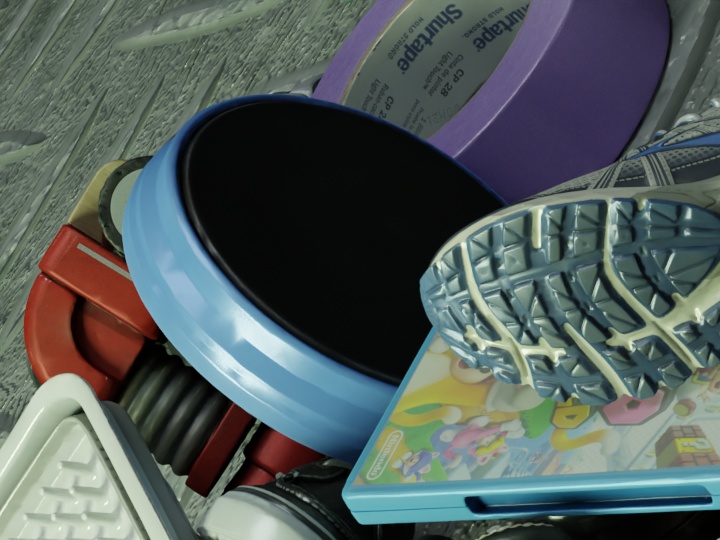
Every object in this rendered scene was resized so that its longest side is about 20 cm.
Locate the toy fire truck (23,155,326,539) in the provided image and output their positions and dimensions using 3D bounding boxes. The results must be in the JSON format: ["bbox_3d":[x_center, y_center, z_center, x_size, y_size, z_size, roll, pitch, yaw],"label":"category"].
[{"bbox_3d":[-0.083,0.072,1.089,0.201,0.175,0.129,-59,-1,-4],"label":"toy fire truck"}]

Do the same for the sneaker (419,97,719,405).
[{"bbox_3d":[0.118,-0.016,0.810,0.199,0.077,0.085,-15,22,14],"label":"sneaker"}]

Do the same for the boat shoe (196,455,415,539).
[{"bbox_3d":[-0.015,0.102,0.956,0.071,0.072,0.200,-50,-7,-7],"label":"boat shoe"}]

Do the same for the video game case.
[{"bbox_3d":[0.102,0.029,0.833,0.199,0.018,0.143,-7,37,37],"label":"video game case"}]

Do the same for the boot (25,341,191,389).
[{"bbox_3d":[-0.098,0.036,1.273,0.165,0.066,0.200,-51,30,3],"label":"boot"}]

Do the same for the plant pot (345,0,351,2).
[{"bbox_3d":[0.023,-0.270,1.287,0.200,0.161,0.201,-37,9,7],"label":"plant pot"}]

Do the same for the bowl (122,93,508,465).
[{"bbox_3d":[0.000,0.000,0.999,0.039,0.200,0.201,-58,19,33],"label":"bowl"}]

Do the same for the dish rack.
[{"bbox_3d":[-0.120,0.162,0.960,0.201,0.043,0.172,-56,44,24],"label":"dish rack"}]

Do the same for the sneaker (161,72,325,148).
[{"bbox_3d":[-0.071,-0.048,1.242,0.087,0.075,0.200,-14,7,28],"label":"sneaker"}]

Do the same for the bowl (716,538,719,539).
[{"bbox_3d":[0.098,0.196,0.731,0.200,0.075,0.200,-36,30,27],"label":"bowl"}]

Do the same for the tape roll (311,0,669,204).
[{"bbox_3d":[0.056,-0.087,1.177,0.200,0.066,0.201,-39,28,25],"label":"tape roll"}]

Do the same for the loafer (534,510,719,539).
[{"bbox_3d":[0.144,0.035,0.870,0.201,0.070,0.068,-49,26,4],"label":"loafer"}]

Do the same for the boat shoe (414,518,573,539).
[{"bbox_3d":[0.028,0.130,0.862,0.200,0.074,0.066,111,159,-52],"label":"boat shoe"}]
